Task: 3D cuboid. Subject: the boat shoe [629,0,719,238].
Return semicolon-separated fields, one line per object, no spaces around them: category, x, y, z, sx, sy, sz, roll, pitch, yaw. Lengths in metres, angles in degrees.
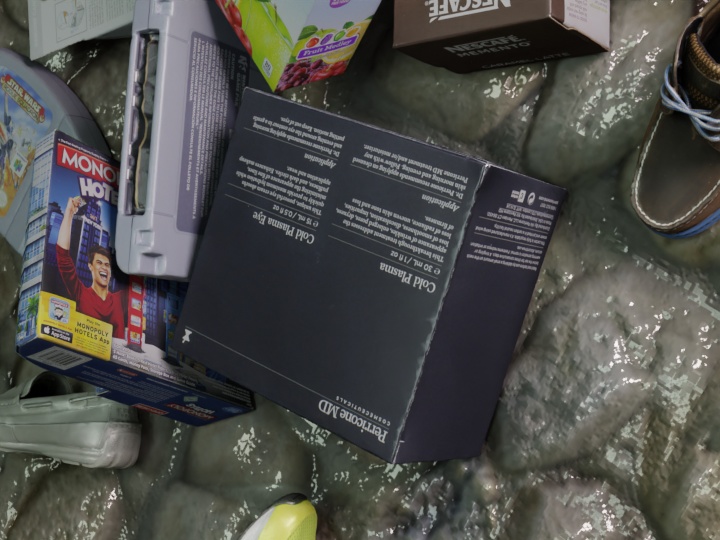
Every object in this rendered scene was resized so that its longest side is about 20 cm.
boat shoe;0.194;-0.105;0.619;0.072;0.072;0.201;38;119;29

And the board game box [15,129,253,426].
board game box;-0.164;-0.010;0.834;0.062;0.200;0.201;-20;59;31

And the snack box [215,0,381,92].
snack box;-0.043;-0.240;0.716;0.169;0.068;0.200;57;145;17

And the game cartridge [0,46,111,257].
game cartridge;-0.301;-0.112;1.016;0.200;0.041;0.133;41;112;32

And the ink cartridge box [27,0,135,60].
ink cartridge box;-0.194;-0.269;0.951;0.199;0.057;0.163;-13;78;39

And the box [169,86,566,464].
box;0.000;0.000;0.743;0.200;0.104;0.183;23;98;36

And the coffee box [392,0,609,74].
coffee box;0.089;-0.234;0.719;0.114;0.080;0.201;-4;83;37

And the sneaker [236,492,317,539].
sneaker;-0.045;0.249;0.775;0.090;0.078;0.201;12;98;28

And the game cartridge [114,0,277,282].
game cartridge;-0.109;-0.091;0.814;0.041;0.133;0.201;1;84;36

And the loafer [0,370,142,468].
loafer;-0.258;0.116;0.944;0.199;0.070;0.070;3;82;28
